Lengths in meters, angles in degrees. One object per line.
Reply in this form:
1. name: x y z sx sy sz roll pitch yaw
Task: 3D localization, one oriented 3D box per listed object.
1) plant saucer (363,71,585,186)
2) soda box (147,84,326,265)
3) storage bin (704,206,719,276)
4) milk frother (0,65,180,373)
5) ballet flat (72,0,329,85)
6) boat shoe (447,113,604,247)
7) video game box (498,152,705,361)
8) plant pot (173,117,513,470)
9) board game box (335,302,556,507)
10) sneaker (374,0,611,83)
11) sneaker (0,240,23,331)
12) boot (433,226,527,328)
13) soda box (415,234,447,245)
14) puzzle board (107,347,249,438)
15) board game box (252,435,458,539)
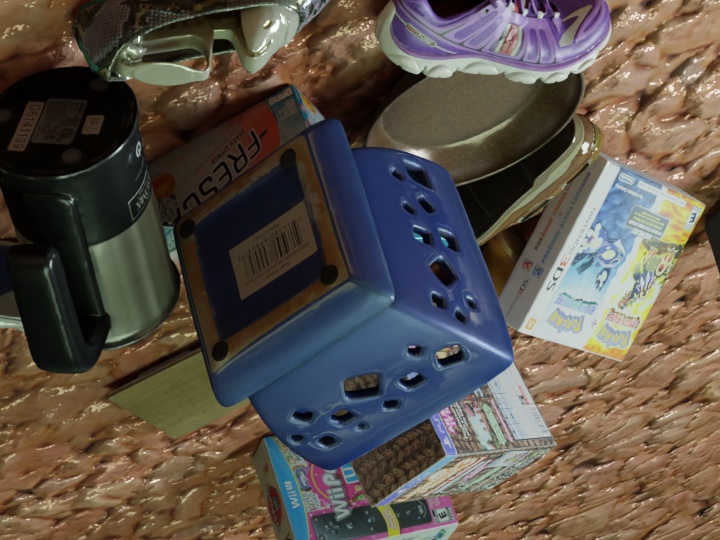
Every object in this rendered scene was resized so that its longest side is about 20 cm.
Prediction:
1. plant saucer: 0.091 -0.138 1.550 0.199 0.037 0.201 -17 153 -9
2. soda box: -0.116 -0.070 1.501 0.199 0.064 0.068 -28 153 13
3. storage bin: 0.447 -0.010 1.885 0.144 0.202 0.134 -4 161 -30
4. milk frother: -0.256 -0.035 1.370 0.199 0.181 0.189 17 141 22
5. ballet flat: -0.104 -0.169 1.319 0.199 0.073 0.072 -12 153 -16
6. boat shoe: 0.138 -0.069 1.671 0.199 0.072 0.068 -35 150 28
7. video game box: 0.233 -0.013 1.781 0.199 0.047 0.183 16 107 -50
8. plant pot: -0.026 0.013 1.438 0.199 0.201 0.179 -32 144 23
9. board game box: 0.066 0.122 1.714 0.097 0.160 0.199 -38 157 29
10. sneaker: 0.111 -0.195 1.413 0.198 0.081 0.084 -6 145 -25
11. sneaker: -0.267 0.037 1.575 0.198 0.081 0.115 -2 146 -35
12. boot: 0.113 0.025 1.833 0.143 0.071 0.201 -26 157 9
13. soda box: 0.000 0.000 1.697 0.067 0.065 0.200 -1 147 -34
14. puzzle board: -0.138 0.103 1.865 0.199 0.018 0.151 -27 152 11
15. board game box: -0.006 0.251 2.087 0.198 0.149 0.064 -9 154 -22
